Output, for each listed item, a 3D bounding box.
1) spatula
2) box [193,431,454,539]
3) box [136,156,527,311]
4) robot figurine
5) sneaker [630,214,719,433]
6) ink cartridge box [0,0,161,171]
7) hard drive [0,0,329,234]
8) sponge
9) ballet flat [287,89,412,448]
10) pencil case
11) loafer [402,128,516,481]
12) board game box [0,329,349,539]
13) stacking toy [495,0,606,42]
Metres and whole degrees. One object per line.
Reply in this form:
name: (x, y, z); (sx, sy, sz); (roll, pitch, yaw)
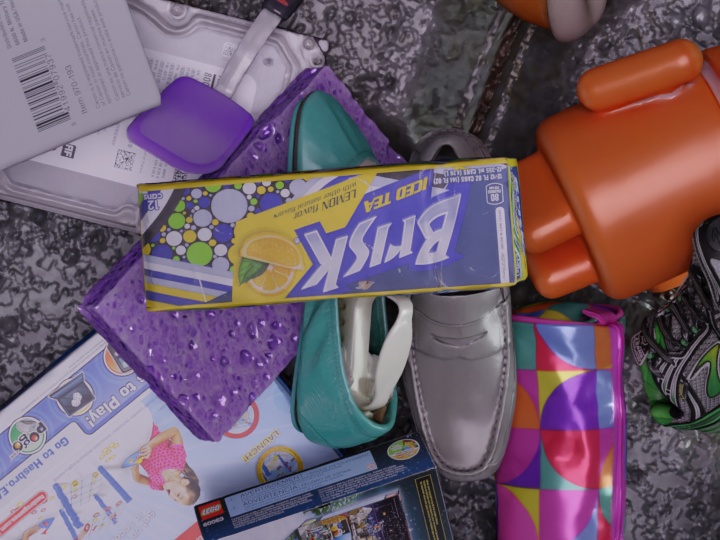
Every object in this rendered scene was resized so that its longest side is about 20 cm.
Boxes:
spatula: (-0.059, -0.133, 1.369); (0.056, 0.021, 0.200); (31, 67, 8)
box: (-0.006, 0.201, 1.383); (0.136, 0.038, 0.201); (-18, 123, -7)
box: (-0.014, -0.019, 1.270); (0.199, 0.064, 0.070); (-4, 92, 10)
robot figurine: (0.179, -0.059, 1.375); (0.199, 0.117, 0.144); (-24, 94, 0)
sneaker: (0.197, 0.039, 1.357); (0.085, 0.200, 0.078); (-5, 54, 2)
ink cartridge box: (-0.230, -0.124, 1.302); (0.199, 0.083, 0.146); (-23, 107, -15)
hard drive: (-0.129, -0.092, 1.404); (0.199, 0.038, 0.140); (15, 95, -4)
sponge: (-0.056, -0.010, 1.361); (0.200, 0.030, 0.112); (-48, 114, -19)
ballet flat: (0.000, 0.000, 1.333); (0.070, 0.067, 0.201); (4, 98, 29)
pencil case: (0.122, 0.118, 1.407); (0.088, 0.088, 0.201); (-4, 96, -1)
loafer: (0.052, 0.021, 1.350); (0.070, 0.070, 0.201); (-6, 91, 7)
board game box: (-0.117, 0.129, 1.414); (0.200, 0.056, 0.196); (-38, 95, 2)
stacking toy: (0.046, -0.212, 1.367); (0.199, 0.146, 0.147); (8, 95, 14)
